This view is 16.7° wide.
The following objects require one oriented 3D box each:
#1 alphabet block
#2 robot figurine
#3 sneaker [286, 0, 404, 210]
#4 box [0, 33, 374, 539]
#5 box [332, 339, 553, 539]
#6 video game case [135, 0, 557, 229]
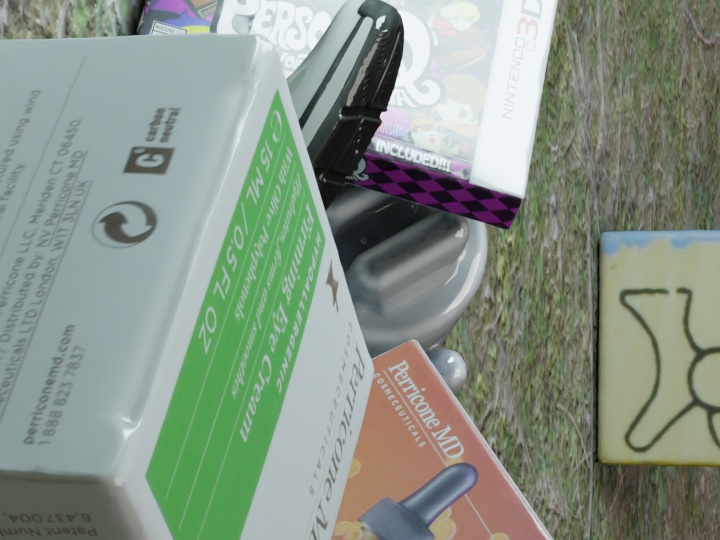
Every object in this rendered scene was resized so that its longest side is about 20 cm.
[{"bbox_3d":[0.317,0.070,2.146,0.196,0.194,0.201,6,85,-69],"label":"alphabet block"},{"bbox_3d":[0.000,0.000,1.273,0.170,0.113,0.200,61,-15,12],"label":"robot figurine"},{"bbox_3d":[-0.071,-0.051,1.071,0.201,0.115,0.076,-58,168,8],"label":"sneaker"},{"bbox_3d":[-0.122,0.048,0.829,0.172,0.199,0.200,74,23,-44],"label":"box"},{"bbox_3d":[-0.022,0.150,1.052,0.152,0.199,0.107,55,-12,46],"label":"box"},{"bbox_3d":[-0.004,-0.127,1.200,0.036,0.199,0.182,116,-11,-57],"label":"video game case"}]
